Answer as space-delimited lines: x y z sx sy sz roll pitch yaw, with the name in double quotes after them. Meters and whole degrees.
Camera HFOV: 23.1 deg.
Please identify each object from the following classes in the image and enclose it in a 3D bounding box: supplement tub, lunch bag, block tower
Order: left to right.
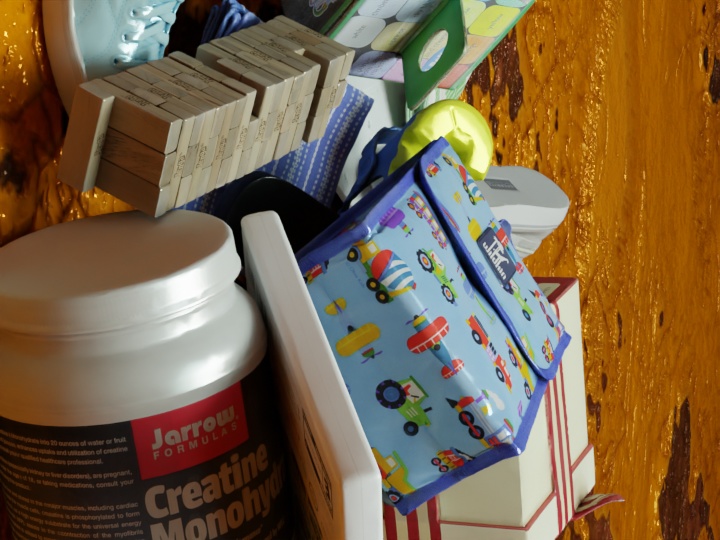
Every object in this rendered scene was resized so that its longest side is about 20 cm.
-0.108 0.084 0.863 0.140 0.139 0.201 -43 130 -59 "supplement tub"
-0.076 -0.084 0.931 0.200 0.058 0.054 -31 143 -56 "block tower"
0.048 0.018 1.019 0.151 0.094 0.200 55 32 -6 "lunch bag"

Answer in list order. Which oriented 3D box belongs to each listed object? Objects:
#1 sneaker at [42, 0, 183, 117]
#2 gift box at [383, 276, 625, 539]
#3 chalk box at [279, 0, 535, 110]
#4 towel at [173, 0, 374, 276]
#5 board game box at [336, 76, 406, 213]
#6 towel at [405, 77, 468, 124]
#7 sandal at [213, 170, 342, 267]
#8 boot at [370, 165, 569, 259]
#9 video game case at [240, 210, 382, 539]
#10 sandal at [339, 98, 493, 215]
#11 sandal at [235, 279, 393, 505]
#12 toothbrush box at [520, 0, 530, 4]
-0.114 -0.156 0.913 0.074 0.081 0.202 -22 113 -64 "sneaker"
0.073 0.115 1.223 0.184 0.199 0.188 -30 120 -57 "gift box"
0.028 -0.192 1.054 0.123 0.124 0.201 3 58 -37 "chalk box"
-0.057 -0.069 1.078 0.200 0.024 0.146 26 83 -63 "towel"
-0.009 -0.150 1.227 0.200 0.026 0.201 54 43 -53 "board game box"
0.064 -0.152 1.347 0.201 0.023 0.153 -73 167 -45 "towel"
-0.001 0.001 1.070 0.199 0.043 0.077 18 94 -35 "sandal"
0.066 -0.028 1.288 0.199 0.074 0.096 6 126 -44 "boot"
-0.023 0.100 0.872 0.200 0.023 0.183 -115 -163 -49 "video game case"
0.011 -0.022 1.152 0.079 0.087 0.201 37 83 -25 "sandal"
-0.031 0.053 1.022 0.200 0.043 0.076 41 21 -11 "sandal"
0.041 -0.263 0.964 0.199 0.085 0.147 29 45 -19 "toothbrush box"
